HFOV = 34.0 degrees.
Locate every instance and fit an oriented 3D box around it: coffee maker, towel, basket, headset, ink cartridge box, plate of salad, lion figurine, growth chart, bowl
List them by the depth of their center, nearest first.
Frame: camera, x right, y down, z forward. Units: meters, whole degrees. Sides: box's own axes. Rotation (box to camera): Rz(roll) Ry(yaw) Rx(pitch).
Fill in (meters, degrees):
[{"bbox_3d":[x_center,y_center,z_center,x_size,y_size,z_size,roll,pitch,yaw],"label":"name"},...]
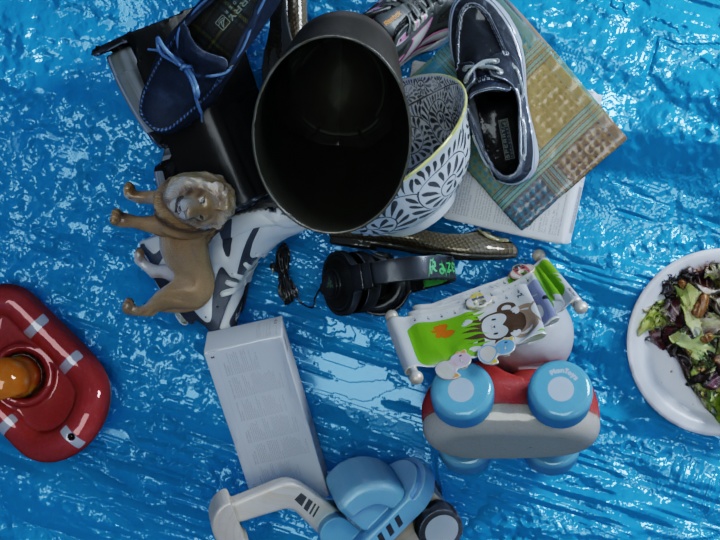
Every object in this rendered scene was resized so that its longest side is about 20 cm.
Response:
[{"bbox_3d":[-0.021,-0.156,1.085,0.136,0.200,0.180,2,117,1],"label":"basket"},{"bbox_3d":[-0.175,-0.020,1.156,0.122,0.072,0.200,9,136,10],"label":"lion figurine"},{"bbox_3d":[0.121,0.046,1.156,0.200,0.145,0.018,-21,120,-10],"label":"growth chart"},{"bbox_3d":[-0.150,-0.158,1.173,0.135,0.192,0.200,-31,106,-35],"label":"coffee maker"},{"bbox_3d":[0.037,-0.097,1.173,0.201,0.201,0.094,-34,121,4],"label":"bowl"},{"bbox_3d":[0.154,-0.161,1.203,0.147,0.022,0.200,-42,79,14],"label":"towel"},{"bbox_3d":[0.000,0.000,1.217,0.200,0.123,0.094,-13,82,28],"label":"headset"},{"bbox_3d":[0.381,0.077,1.234,0.200,0.048,0.200,0,94,3],"label":"plate of salad"},{"bbox_3d":[0.139,-0.125,1.243,0.200,0.050,0.161,13,95,20],"label":"ink cartridge box"}]

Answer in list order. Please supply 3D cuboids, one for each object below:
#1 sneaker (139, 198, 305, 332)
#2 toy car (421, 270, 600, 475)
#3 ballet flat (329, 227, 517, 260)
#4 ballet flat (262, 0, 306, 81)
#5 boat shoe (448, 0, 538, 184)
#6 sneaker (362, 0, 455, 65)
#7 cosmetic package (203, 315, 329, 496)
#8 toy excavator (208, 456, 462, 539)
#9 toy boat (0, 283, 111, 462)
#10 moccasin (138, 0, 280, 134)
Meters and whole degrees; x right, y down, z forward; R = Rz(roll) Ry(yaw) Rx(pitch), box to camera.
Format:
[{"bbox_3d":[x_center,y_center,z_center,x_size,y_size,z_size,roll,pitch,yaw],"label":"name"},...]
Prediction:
[{"bbox_3d":[-0.125,0.004,1.227,0.199,0.079,0.130,-15,101,16],"label":"sneaker"},{"bbox_3d":[0.152,0.089,1.210,0.177,0.184,0.200,-1,63,6],"label":"toy car"},{"bbox_3d":[0.066,-0.039,1.236,0.200,0.067,0.046,6,86,7],"label":"ballet flat"},{"bbox_3d":[-0.072,-0.248,1.225,0.046,0.067,0.200,-5,92,-39],"label":"ballet flat"},{"bbox_3d":[0.127,-0.183,1.164,0.072,0.068,0.200,-11,88,17],"label":"boat shoe"},{"bbox_3d":[0.043,-0.250,1.204,0.080,0.086,0.200,43,94,6],"label":"sneaker"},{"bbox_3d":[-0.096,0.150,1.227,0.083,0.051,0.200,-13,115,1],"label":"cosmetic package"},{"bbox_3d":[-0.028,0.245,1.208,0.194,0.100,0.200,-44,110,2],"label":"toy excavator"},{"bbox_3d":[-0.356,0.112,1.227,0.200,0.131,0.131,45,95,-1],"label":"toy boat"},{"bbox_3d":[-0.144,-0.209,1.068,0.080,0.068,0.200,34,108,-3],"label":"moccasin"}]
